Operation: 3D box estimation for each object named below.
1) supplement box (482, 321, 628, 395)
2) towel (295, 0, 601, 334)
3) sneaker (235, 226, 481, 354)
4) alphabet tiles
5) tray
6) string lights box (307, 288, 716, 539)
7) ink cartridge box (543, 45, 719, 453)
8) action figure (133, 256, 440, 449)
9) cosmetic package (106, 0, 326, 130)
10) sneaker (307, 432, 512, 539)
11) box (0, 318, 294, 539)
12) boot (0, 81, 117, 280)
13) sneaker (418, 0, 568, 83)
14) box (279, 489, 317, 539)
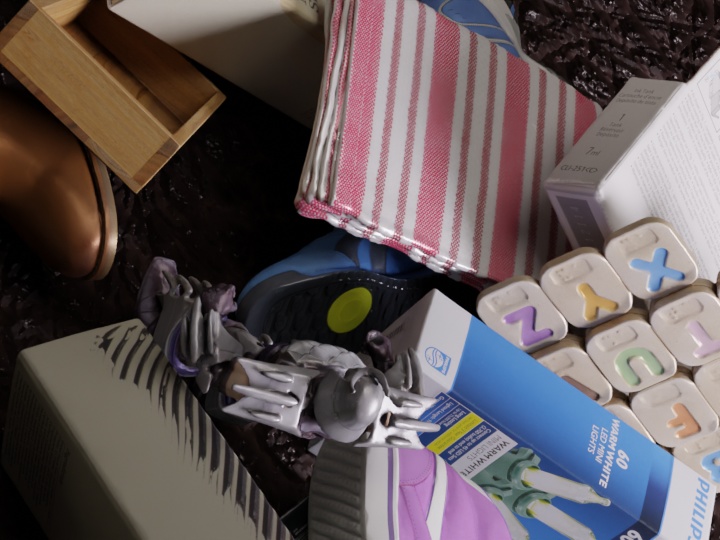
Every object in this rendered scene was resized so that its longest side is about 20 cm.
[{"bbox_3d":[0.167,0.017,1.315,0.199,0.073,0.127,1,62,-39],"label":"supplement box"},{"bbox_3d":[0.056,-0.063,1.189,0.199,0.030,0.148,25,60,-31],"label":"towel"},{"bbox_3d":[0.000,0.000,1.208,0.199,0.066,0.078,-14,44,-38],"label":"sneaker"},{"bbox_3d":[0.160,0.060,1.176,0.196,0.199,0.015,50,28,-31],"label":"alphabet tiles"},{"bbox_3d":[-0.126,-0.100,1.111,0.099,0.037,0.200,44,9,-6],"label":"tray"},{"bbox_3d":[0.083,0.106,1.161,0.199,0.103,0.059,34,44,-15],"label":"string lights box"},{"bbox_3d":[0.201,-0.028,1.220,0.176,0.045,0.201,-47,127,-27],"label":"ink cartridge box"},{"bbox_3d":[-0.042,0.045,1.030,0.130,0.199,0.070,27,82,-31],"label":"action figure"},{"bbox_3d":[-0.057,-0.164,1.214,0.200,0.073,0.104,27,45,-51],"label":"cosmetic package"},{"bbox_3d":[0.030,0.169,1.029,0.114,0.073,0.202,30,45,-23],"label":"sneaker"},{"bbox_3d":[-0.088,0.120,0.972,0.068,0.083,0.200,-15,51,-32],"label":"box"},{"bbox_3d":[-0.222,-0.060,1.053,0.154,0.074,0.200,-19,64,-45],"label":"boot"},{"bbox_3d":[0.085,-0.092,1.304,0.200,0.075,0.077,47,39,-32],"label":"sneaker"},{"bbox_3d":[-0.016,0.204,1.051,0.159,0.046,0.200,51,42,2],"label":"box"}]
